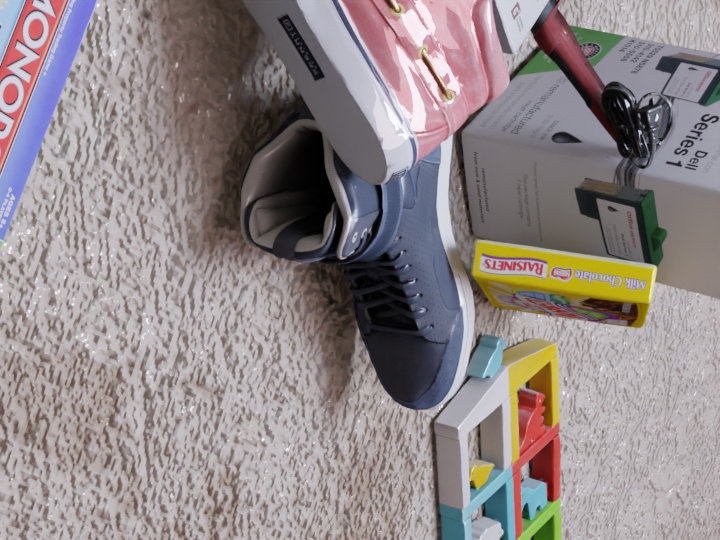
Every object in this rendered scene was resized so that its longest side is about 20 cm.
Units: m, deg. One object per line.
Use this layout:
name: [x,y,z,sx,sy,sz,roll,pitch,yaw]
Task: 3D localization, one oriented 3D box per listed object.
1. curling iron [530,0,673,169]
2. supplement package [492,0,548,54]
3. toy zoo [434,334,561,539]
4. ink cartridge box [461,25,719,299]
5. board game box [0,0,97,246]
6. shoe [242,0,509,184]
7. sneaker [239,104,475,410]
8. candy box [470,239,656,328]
curling iron: [0.115,-0.146,1.079,0.025,0.050,0.201,-32,84,-35]
supplement package: [0.064,-0.231,0.995,0.201,0.116,0.118,-58,142,-28]
toy zoo: [0.095,0.134,1.256,0.131,0.020,0.202,-34,128,-48]
ink cartridge box: [0.185,-0.069,1.159,0.146,0.199,0.085,-47,139,-39]
board game box: [-0.177,-0.081,0.758,0.134,0.029,0.201,34,72,-55]
shoe: [-0.006,-0.148,0.900,0.091,0.071,0.201,-36,105,-22]
sneaker: [-0.002,-0.001,1.001,0.146,0.076,0.204,-36,123,-56]
candy box: [0.122,0.010,1.115,0.200,0.101,0.027,37,64,-80]
